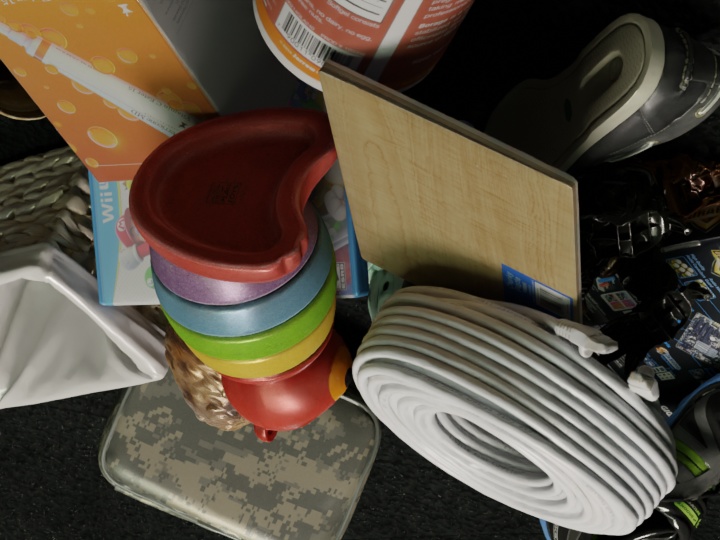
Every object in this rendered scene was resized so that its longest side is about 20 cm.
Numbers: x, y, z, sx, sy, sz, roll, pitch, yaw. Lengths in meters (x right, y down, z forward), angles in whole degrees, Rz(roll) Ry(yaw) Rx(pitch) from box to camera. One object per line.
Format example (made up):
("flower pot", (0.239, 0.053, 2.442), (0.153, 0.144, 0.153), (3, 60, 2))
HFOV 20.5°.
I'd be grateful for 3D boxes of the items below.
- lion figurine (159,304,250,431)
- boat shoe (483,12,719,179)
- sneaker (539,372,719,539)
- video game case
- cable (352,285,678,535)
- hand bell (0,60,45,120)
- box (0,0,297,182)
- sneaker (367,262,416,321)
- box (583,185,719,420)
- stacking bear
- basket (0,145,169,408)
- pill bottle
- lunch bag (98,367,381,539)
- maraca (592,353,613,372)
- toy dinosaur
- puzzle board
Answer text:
("lion figurine", (-0.078, 0.010, 1.303), (0.123, 0.072, 0.200), (56, 137, 22))
("boat shoe", (0.133, -0.082, 1.139), (0.067, 0.072, 0.200), (7, 161, -27))
("sneaker", (0.209, 0.131, 1.265), (0.199, 0.083, 0.071), (-32, 134, 10))
("video game case", (-0.088, -0.052, 1.258), (0.199, 0.144, 0.018), (-2, -175, 31))
("cable", (0.090, 0.085, 1.160), (0.199, 0.069, 0.200), (20, 159, 34))
("hand bell", (-0.270, -0.150, 1.265), (0.199, 0.104, 0.104), (6, 147, 43))
("box", (-0.138, -0.153, 1.153), (0.124, 0.098, 0.200), (-2, 142, 31))
("sneaker", (0.000, 0.000, 1.285), (0.199, 0.119, 0.074), (-5, 142, 36))
("box", (0.225, 0.031, 1.274), (0.158, 0.046, 0.200), (-12, 136, 40))
("stacking bear", (-0.058, 0.017, 1.162), (0.113, 0.122, 0.201), (4, 140, 16))
("basket", (-0.223, 0.004, 1.410), (0.199, 0.124, 0.136), (-11, 137, 41))
("pill bottle", (0.022, -0.182, 1.007), (0.112, 0.113, 0.200), (24, 147, -6))
("lunch bag", (-0.092, 0.115, 1.487), (0.199, 0.140, 0.168), (22, -178, -5))
("maraca", (0.114, 0.082, 1.338), (0.107, 0.137, 0.200), (-39, 137, 3))
("toy dinosaur", (0.149, -0.029, 1.166), (0.200, 0.136, 0.102), (-39, 113, 21))
("puzzle board", (0.055, -0.029, 1.083), (0.150, 0.017, 0.200), (27, 158, 20))
